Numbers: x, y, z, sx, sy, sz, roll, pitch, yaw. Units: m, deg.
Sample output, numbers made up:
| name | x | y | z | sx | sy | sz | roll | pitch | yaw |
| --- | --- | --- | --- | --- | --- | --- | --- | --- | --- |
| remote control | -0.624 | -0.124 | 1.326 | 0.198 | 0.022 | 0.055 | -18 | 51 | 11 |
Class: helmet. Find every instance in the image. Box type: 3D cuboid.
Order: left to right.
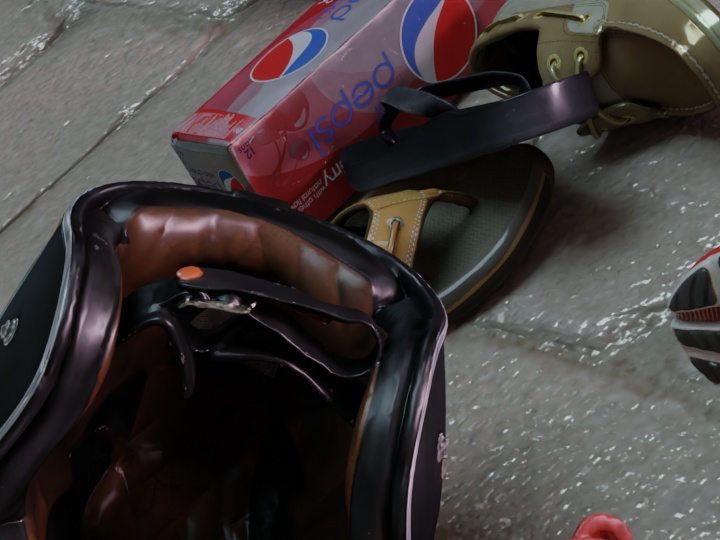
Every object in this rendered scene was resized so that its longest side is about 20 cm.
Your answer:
| name | x | y | z | sx | sy | sz | roll | pitch | yaw |
| --- | --- | --- | --- | --- | --- | --- | --- | --- | --- |
| helmet | -0.062 | 0.082 | 0.875 | 0.199 | 0.192 | 0.200 | 15 | 17 | -5 |

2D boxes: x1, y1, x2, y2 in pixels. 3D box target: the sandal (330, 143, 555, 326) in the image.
| name | x | y | z | sx | sy | sz | roll | pitch | yaw |
| --- | --- | --- | --- | --- | --- | --- | --- | --- | --- |
| sandal | 0.000 | 0.000 | 1.082 | 0.199 | 0.055 | 0.082 | -31 | 29 | 2 |

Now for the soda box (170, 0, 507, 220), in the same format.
| name | x | y | z | sx | sy | sz | roll | pitch | yaw |
| --- | --- | --- | --- | --- | --- | --- | --- | --- | --- |
| soda box | 0.000 | -0.101 | 1.223 | 0.200 | 0.070 | 0.063 | -43 | 30 | -22 |

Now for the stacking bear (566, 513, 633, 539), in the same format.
| name | x | y | z | sx | sy | sz | roll | pitch | yaw |
| --- | --- | --- | --- | --- | --- | --- | --- | --- | --- |
| stacking bear | 0.025 | 0.157 | 0.763 | 0.199 | 0.122 | 0.114 | -31 | -6 | -20 |

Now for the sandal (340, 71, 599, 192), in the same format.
| name | x | y | z | sx | sy | sz | roll | pitch | yaw |
| --- | --- | --- | --- | --- | --- | --- | --- | --- | --- |
| sandal | 0.049 | -0.074 | 1.106 | 0.076 | 0.043 | 0.200 | -21 | 3 | -25 |

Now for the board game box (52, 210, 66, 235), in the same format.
| name | x | y | z | sx | sy | sz | roll | pitch | yaw |
| --- | --- | --- | --- | --- | --- | --- | --- | --- | --- |
| board game box | -0.102 | 0.050 | 1.070 | 0.102 | 0.047 | 0.200 | -61 | 32 | 1 |

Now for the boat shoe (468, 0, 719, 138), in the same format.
| name | x | y | z | sx | sy | sz | roll | pitch | yaw |
| --- | --- | --- | --- | --- | --- | --- | --- | --- | --- |
| boat shoe | 0.114 | -0.094 | 1.111 | 0.066 | 0.074 | 0.200 | -41 | 20 | -11 |

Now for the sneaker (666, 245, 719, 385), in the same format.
| name | x | y | z | sx | sy | sz | roll | pitch | yaw |
| --- | --- | --- | --- | --- | --- | --- | --- | --- | --- |
| sneaker | 0.203 | -0.008 | 0.816 | 0.199 | 0.077 | 0.085 | -17 | 19 | 16 |
